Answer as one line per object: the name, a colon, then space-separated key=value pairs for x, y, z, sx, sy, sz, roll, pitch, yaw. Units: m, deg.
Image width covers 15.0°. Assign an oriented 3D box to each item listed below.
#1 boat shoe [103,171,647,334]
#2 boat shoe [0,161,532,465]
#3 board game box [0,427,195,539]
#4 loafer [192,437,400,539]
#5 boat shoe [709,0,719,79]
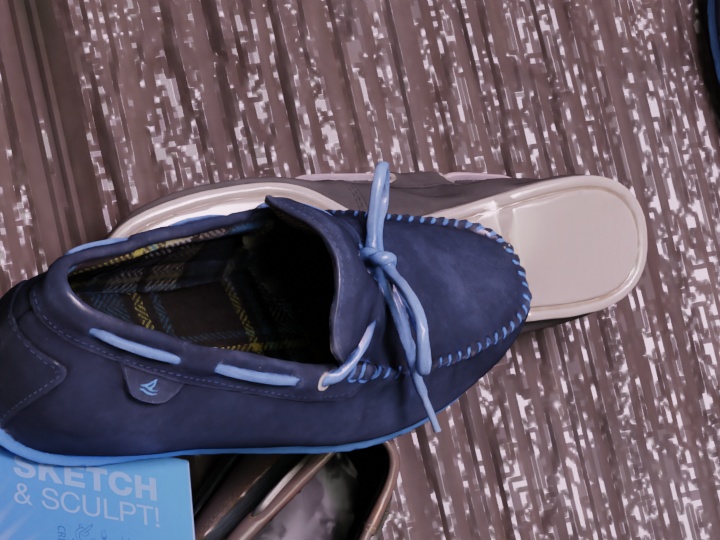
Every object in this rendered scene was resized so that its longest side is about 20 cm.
boat shoe: x=0.000 y=0.000 z=0.920 sx=0.199 sy=0.057 sz=0.067 roll=-5 pitch=92 yaw=-24
boat shoe: x=-0.018 y=0.017 z=0.815 sx=0.199 sy=0.069 sz=0.084 roll=-16 pitch=65 yaw=-41
board game box: x=-0.138 y=0.105 z=0.738 sx=0.199 sy=0.040 sz=0.154 roll=13 pitch=47 yaw=-25
loafer: x=-0.049 y=0.127 z=0.849 sx=0.072 sy=0.063 sz=0.201 roll=35 pitch=64 yaw=-15
boat shoe: x=0.169 y=-0.124 z=1.015 sx=0.084 sy=0.069 sz=0.201 roll=-2 pitch=78 yaw=-28
